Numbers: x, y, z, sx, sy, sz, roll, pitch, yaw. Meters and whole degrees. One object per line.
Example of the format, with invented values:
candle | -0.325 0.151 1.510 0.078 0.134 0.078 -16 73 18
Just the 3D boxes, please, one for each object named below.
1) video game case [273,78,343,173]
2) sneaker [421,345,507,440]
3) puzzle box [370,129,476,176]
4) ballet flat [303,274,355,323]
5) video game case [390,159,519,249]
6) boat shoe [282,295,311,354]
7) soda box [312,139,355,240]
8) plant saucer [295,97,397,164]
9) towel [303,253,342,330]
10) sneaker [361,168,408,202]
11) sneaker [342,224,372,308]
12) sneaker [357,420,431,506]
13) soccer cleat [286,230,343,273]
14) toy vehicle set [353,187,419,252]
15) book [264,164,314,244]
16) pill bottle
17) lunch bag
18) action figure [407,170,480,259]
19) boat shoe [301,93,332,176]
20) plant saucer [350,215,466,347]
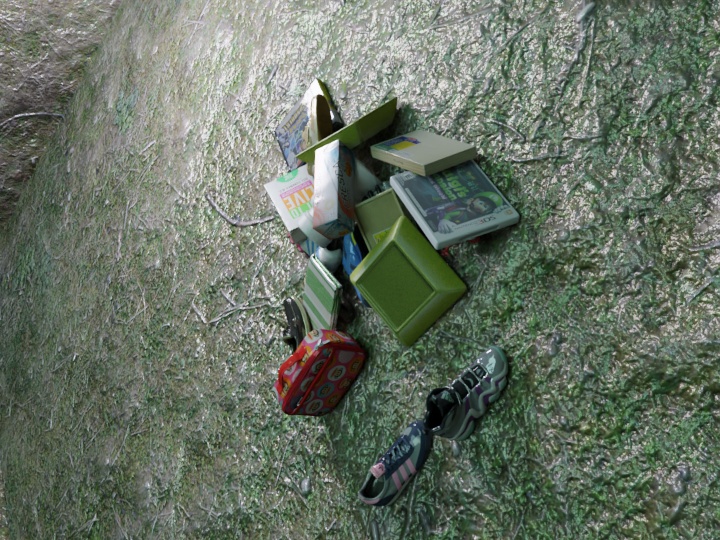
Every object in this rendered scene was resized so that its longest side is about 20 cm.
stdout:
video game case | -0.140 -0.370 1.847 0.200 0.025 0.182 -44 52 28
sneaker | 0.178 0.221 1.276 0.078 0.139 0.202 37 106 44
puzzle box | 0.127 -0.245 1.458 0.200 0.132 0.026 33 140 53
ballet flat | -0.081 0.057 1.654 0.200 0.046 0.068 45 113 42
video game case | 0.179 -0.138 1.367 0.024 0.180 0.201 92 154 -48
boat shoe | -0.151 0.153 1.661 0.203 0.065 0.072 68 154 22
soda box | -0.055 -0.170 1.494 0.068 0.063 0.202 -18 58 31
plant saucer | -0.021 -0.308 1.616 0.198 0.200 0.048 -21 105 40
towel | -0.090 0.081 1.616 0.153 0.023 0.202 47 140 45
sneaker | 0.101 -0.175 1.522 0.199 0.081 0.075 -32 25 15
sneaker | 0.000 0.000 1.582 0.078 0.065 0.202 -42 51 45
sneaker | 0.066 0.382 1.390 0.070 0.081 0.202 39 107 44
soccer cleat | -0.103 -0.060 1.706 0.086 0.070 0.200 -46 47 1
toy vehicle set | 0.068 -0.062 1.474 0.123 0.026 0.202 -18 98 41
book | -0.143 -0.170 1.737 0.132 0.048 0.201 -28 48 -6
pill bottle | -0.048 -0.153 1.601 0.200 0.114 0.115 -48 49 8
lunch bag | -0.099 0.221 1.535 0.201 0.175 0.082 -58 46 17
action figure | 0.144 -0.101 1.412 0.199 0.065 0.099 38 75 19
boat shoe | -0.112 -0.329 1.739 0.068 0.073 0.203 -4 88 31
plant saucer | 0.080 0.029 1.429 0.201 0.048 0.200 50 122 14
